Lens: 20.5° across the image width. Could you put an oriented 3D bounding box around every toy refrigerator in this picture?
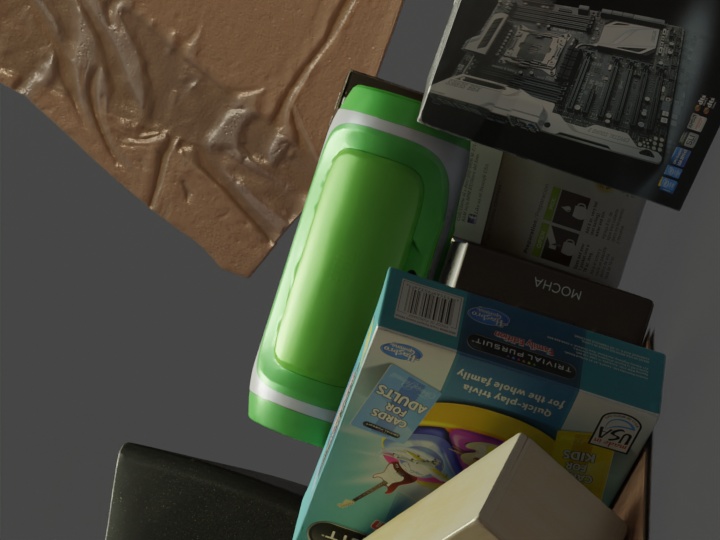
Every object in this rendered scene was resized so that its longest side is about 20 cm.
[{"bbox_3d":[0.043,0.164,1.031,0.200,0.076,0.070,-42,11,47],"label":"toy refrigerator"}]

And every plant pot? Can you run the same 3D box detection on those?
[{"bbox_3d":[-0.066,0.241,1.443,0.199,0.176,0.202,27,-112,-65],"label":"plant pot"}]

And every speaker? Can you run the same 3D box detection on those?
[{"bbox_3d":[0.000,0.000,1.147,0.088,0.088,0.202,-146,74,-87],"label":"speaker"}]

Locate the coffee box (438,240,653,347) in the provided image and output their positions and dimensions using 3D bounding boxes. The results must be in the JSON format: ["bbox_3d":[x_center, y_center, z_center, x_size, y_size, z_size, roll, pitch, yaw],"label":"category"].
[{"bbox_3d":[0.093,0.035,1.180,0.200,0.112,0.080,-152,79,-88],"label":"coffee box"}]

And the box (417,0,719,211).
[{"bbox_3d":[0.133,-0.143,1.052,0.050,0.156,0.201,-75,4,-50],"label":"box"}]

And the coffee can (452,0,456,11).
[{"bbox_3d":[0.134,-0.159,1.232,0.200,0.145,0.148,-115,43,-86],"label":"coffee can"}]

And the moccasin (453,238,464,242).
[{"bbox_3d":[0.141,-0.088,1.391,0.200,0.068,0.080,-49,-5,14],"label":"moccasin"}]

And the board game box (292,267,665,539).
[{"bbox_3d":[0.058,0.103,1.066,0.047,0.150,0.201,-75,4,-46],"label":"board game box"}]

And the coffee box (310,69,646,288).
[{"bbox_3d":[0.074,-0.059,1.261,0.114,0.198,0.080,-115,43,-86],"label":"coffee box"}]
